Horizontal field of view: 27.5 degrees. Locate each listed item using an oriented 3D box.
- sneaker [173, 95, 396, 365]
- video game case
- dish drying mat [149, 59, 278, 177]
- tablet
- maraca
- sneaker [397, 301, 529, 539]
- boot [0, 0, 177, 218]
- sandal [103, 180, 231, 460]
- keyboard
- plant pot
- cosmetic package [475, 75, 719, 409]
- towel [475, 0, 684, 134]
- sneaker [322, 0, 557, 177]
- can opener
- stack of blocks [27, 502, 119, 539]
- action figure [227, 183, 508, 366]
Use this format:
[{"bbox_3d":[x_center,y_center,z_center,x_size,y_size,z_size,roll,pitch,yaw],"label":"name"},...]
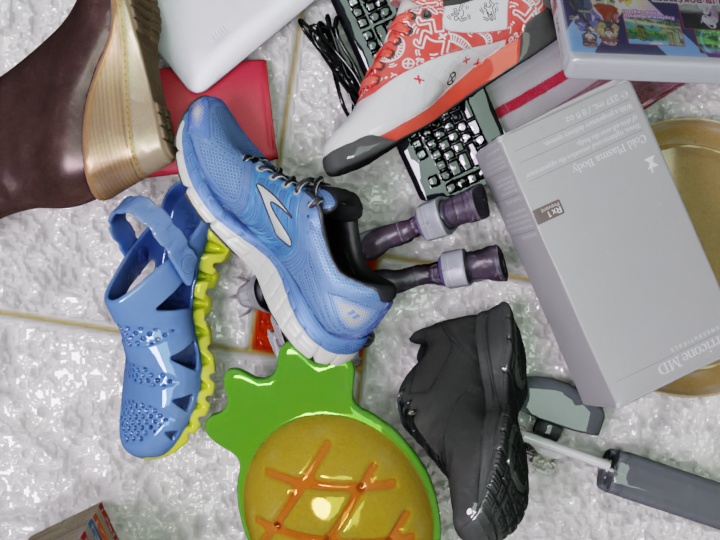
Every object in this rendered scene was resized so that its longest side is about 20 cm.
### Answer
[{"bbox_3d":[-0.044,-0.040,0.973,0.089,0.078,0.201,-41,81,25],"label":"sneaker"},{"bbox_3d":[0.226,-0.205,1.022,0.198,0.023,0.184,2,57,-9],"label":"video game case"},{"bbox_3d":[-0.161,-0.104,1.051,0.198,0.018,0.078,-7,89,-3],"label":"dish drying mat"},{"bbox_3d":[-0.079,-0.235,1.042,0.200,0.014,0.130,-39,82,1],"label":"tablet"},{"bbox_3d":[-0.024,0.146,1.008,0.136,0.107,0.201,-26,98,8],"label":"maraca"},{"bbox_3d":[0.068,0.107,0.997,0.090,0.201,0.076,-9,126,13],"label":"sneaker"},{"bbox_3d":[-0.218,-0.136,1.006,0.165,0.072,0.202,-15,74,11],"label":"boot"},{"bbox_3d":[-0.143,0.028,1.009,0.079,0.087,0.202,0,81,41],"label":"sandal"},{"bbox_3d":[0.026,-0.142,1.042,0.103,0.040,0.201,-25,91,10],"label":"keyboard"},{"bbox_3d":[0.237,-0.009,1.071,0.198,0.027,0.202,0,90,-4],"label":"plant pot"},{"bbox_3d":[0.169,-0.015,1.011,0.106,0.090,0.201,-26,88,-8],"label":"cosmetic package"},{"bbox_3d":[0.129,-0.185,1.069,0.143,0.023,0.201,-32,91,-4],"label":"towel"},{"bbox_3d":[0.033,-0.155,1.002,0.201,0.067,0.108,-34,94,-16],"label":"sneaker"},{"bbox_3d":[0.194,0.136,1.054,0.198,0.053,0.067,23,87,-3],"label":"can opener"},{"bbox_3d":[-0.177,0.227,0.955,0.058,0.200,0.116,-25,91,-6],"label":"stack of blocks"},{"bbox_3d":[0.000,0.000,1.037,0.198,0.069,0.131,-13,97,11],"label":"action figure"}]
